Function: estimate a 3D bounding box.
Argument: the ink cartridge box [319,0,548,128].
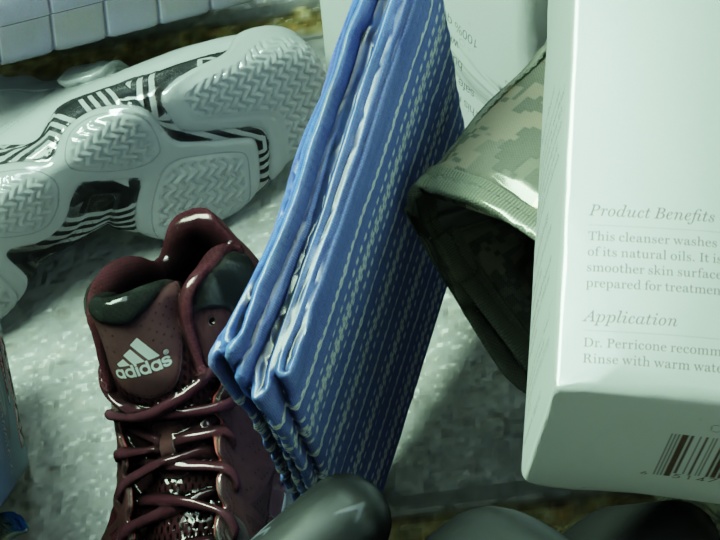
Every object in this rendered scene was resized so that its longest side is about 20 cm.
[{"bbox_3d":[0.050,-0.117,0.885,0.083,0.200,0.145,-25,46,-19],"label":"ink cartridge box"}]

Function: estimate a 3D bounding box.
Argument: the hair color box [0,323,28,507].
[{"bbox_3d":[-0.162,0.053,0.821,0.099,0.200,0.061,-12,93,-3],"label":"hair color box"}]

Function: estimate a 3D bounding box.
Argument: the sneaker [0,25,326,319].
[{"bbox_3d":[-0.118,-0.057,0.978,0.200,0.075,0.115,-28,50,-1],"label":"sneaker"}]

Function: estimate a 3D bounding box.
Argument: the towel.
[{"bbox_3d":[0.000,0.000,0.791,0.024,0.200,0.145,15,72,11],"label":"towel"}]

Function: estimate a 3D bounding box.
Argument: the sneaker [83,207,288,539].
[{"bbox_3d":[-0.066,0.065,0.830,0.076,0.116,0.200,-5,50,16],"label":"sneaker"}]

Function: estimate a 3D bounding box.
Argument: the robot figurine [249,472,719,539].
[{"bbox_3d":[0.026,0.145,0.716,0.200,0.125,0.150,-37,55,-18],"label":"robot figurine"}]

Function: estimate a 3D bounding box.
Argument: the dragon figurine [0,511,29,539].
[{"bbox_3d":[-0.123,0.110,0.795,0.059,0.200,0.100,-18,79,-29],"label":"dragon figurine"}]

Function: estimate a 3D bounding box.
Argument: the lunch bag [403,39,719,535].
[{"bbox_3d":[0.132,-0.009,0.784,0.200,0.118,0.164,43,71,7],"label":"lunch bag"}]

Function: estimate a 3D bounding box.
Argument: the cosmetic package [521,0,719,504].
[{"bbox_3d":[0.104,-0.044,0.694,0.113,0.081,0.200,7,67,0],"label":"cosmetic package"}]

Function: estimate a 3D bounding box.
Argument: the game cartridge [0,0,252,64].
[{"bbox_3d":[-0.136,-0.129,1.016,0.130,0.038,0.200,-21,29,-22],"label":"game cartridge"}]
